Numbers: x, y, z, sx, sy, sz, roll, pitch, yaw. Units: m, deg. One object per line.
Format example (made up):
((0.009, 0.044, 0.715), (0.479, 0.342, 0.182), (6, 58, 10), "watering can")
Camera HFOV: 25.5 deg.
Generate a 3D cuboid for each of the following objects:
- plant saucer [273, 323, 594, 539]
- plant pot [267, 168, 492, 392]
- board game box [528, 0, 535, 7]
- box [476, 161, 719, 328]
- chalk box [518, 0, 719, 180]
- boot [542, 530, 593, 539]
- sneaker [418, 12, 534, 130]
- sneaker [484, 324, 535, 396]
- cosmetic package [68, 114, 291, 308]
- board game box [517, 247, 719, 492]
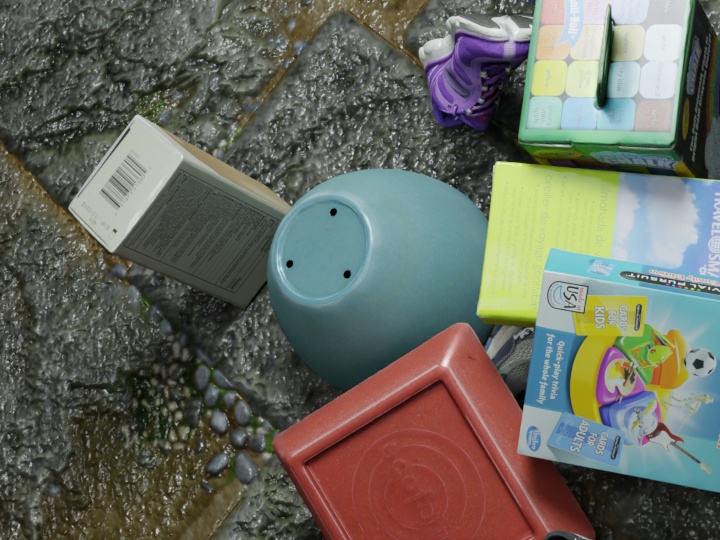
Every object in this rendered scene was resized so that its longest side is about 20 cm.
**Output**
((0.049, 0.175, 1.251), (0.200, 0.037, 0.200), (-33, 84, 19), "plant saucer")
((0.000, 0.000, 1.322), (0.200, 0.135, 0.201), (-8, 73, 27), "plant pot")
((0.179, -0.277, 1.264), (0.037, 0.200, 0.151), (39, 96, 32), "board game box")
((0.194, -0.012, 1.197), (0.200, 0.048, 0.122), (6, 83, 12), "box")
((0.198, -0.137, 1.209), (0.124, 0.200, 0.125), (4, 78, 26), "chalk box")
((0.234, 0.230, 1.127), (0.200, 0.132, 0.070), (1, 76, 29), "boot")
((0.104, -0.161, 1.304), (0.080, 0.200, 0.084), (-2, 85, -11), "sneaker")
((0.178, 0.049, 1.246), (0.200, 0.077, 0.085), (-40, 65, 14), "sneaker")
((-0.144, -0.047, 1.377), (0.071, 0.200, 0.105), (42, 96, 32), "cosmetic package")
((0.222, 0.076, 1.148), (0.200, 0.047, 0.151), (10, 115, 10), "board game box")
